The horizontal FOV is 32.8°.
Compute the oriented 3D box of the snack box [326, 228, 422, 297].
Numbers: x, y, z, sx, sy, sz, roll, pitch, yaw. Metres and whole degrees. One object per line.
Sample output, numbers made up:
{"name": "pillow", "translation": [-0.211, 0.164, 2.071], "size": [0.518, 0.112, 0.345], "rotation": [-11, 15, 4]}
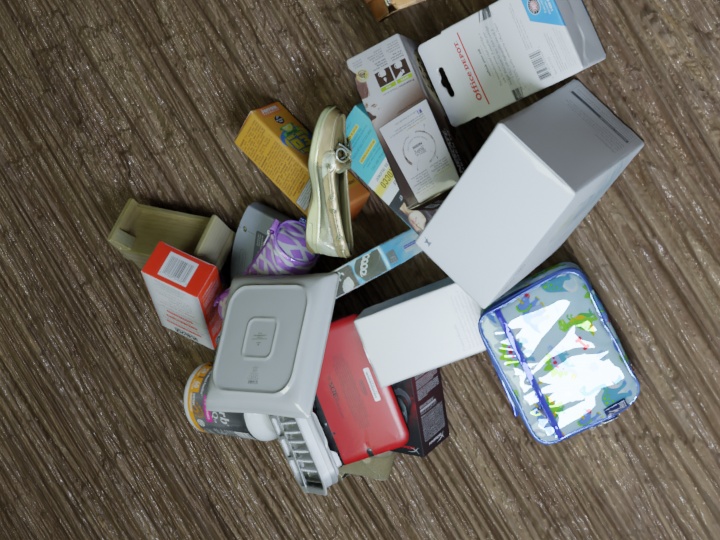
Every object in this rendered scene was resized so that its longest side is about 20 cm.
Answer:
{"name": "snack box", "translation": [0.000, 0.000, 1.686], "size": [0.199, 0.116, 0.037], "rotation": [-29, 90, 42]}

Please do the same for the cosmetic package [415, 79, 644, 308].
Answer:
{"name": "cosmetic package", "translation": [0.199, -0.091, 1.435], "size": [0.123, 0.199, 0.200], "rotation": [45, 131, 12]}

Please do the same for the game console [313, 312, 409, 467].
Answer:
{"name": "game console", "translation": [-0.032, 0.165, 1.752], "size": [0.171, 0.119, 0.202], "rotation": [-20, 99, 12]}

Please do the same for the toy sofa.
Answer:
{"name": "toy sofa", "translation": [-0.288, -0.044, 1.915], "size": [0.198, 0.083, 0.098], "rotation": [11, 157, 34]}

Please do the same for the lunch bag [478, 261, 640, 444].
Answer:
{"name": "lunch bag", "translation": [0.244, 0.106, 1.525], "size": [0.160, 0.082, 0.202], "rotation": [-25, 96, 9]}

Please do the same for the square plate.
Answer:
{"name": "square plate", "translation": [-0.128, 0.096, 1.659], "size": [0.199, 0.028, 0.200], "rotation": [-1, 70, 39]}

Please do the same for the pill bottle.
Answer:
{"name": "pill bottle", "translation": [-0.172, 0.205, 1.913], "size": [0.198, 0.116, 0.118], "rotation": [1, 110, 38]}

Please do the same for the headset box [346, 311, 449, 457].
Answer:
{"name": "headset box", "translation": [0.037, 0.153, 1.754], "size": [0.148, 0.077, 0.202], "rotation": [5, 114, 36]}

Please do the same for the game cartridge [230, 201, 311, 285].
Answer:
{"name": "game cartridge", "translation": [-0.137, 0.002, 1.849], "size": [0.133, 0.041, 0.202], "rotation": [30, 126, 29]}

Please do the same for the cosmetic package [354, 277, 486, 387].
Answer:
{"name": "cosmetic package", "translation": [0.103, 0.070, 1.612], "size": [0.198, 0.074, 0.103], "rotation": [-20, 97, 14]}

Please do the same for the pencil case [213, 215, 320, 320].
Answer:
{"name": "pencil case", "translation": [-0.135, 0.010, 1.770], "size": [0.085, 0.084, 0.200], "rotation": [25, 131, -16]}

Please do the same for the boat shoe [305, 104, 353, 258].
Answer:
{"name": "boat shoe", "translation": [-0.032, -0.117, 1.621], "size": [0.062, 0.073, 0.203], "rotation": [10, 105, 17]}

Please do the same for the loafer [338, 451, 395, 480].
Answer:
{"name": "loafer", "translation": [-0.034, 0.283, 1.867], "size": [0.198, 0.076, 0.068], "rotation": [3, 105, 37]}

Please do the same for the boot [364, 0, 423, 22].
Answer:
{"name": "boot", "translation": [0.053, -0.405, 1.496], "size": [0.199, 0.073, 0.156], "rotation": [-19, 96, 54]}

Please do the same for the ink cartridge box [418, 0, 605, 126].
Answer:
{"name": "ink cartridge box", "translation": [0.177, -0.263, 1.462], "size": [0.199, 0.068, 0.117], "rotation": [-21, 96, 41]}

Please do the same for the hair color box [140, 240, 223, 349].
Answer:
{"name": "hair color box", "translation": [-0.265, 0.041, 1.873], "size": [0.101, 0.062, 0.200], "rotation": [24, 156, 11]}

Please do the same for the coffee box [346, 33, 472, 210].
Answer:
{"name": "coffee box", "translation": [0.069, -0.181, 1.522], "size": [0.079, 0.113, 0.202], "rotation": [-25, 83, 19]}

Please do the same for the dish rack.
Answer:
{"name": "dish rack", "translation": [-0.082, 0.229, 1.725], "size": [0.173, 0.043, 0.200], "rotation": [67, 165, 2]}

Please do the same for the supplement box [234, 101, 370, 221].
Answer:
{"name": "supplement box", "translation": [-0.083, -0.146, 1.720], "size": [0.200, 0.066, 0.069], "rotation": [43, 130, 14]}

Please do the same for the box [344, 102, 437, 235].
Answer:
{"name": "box", "translation": [0.056, -0.131, 1.629], "size": [0.200, 0.049, 0.083], "rotation": [45, 130, 13]}
